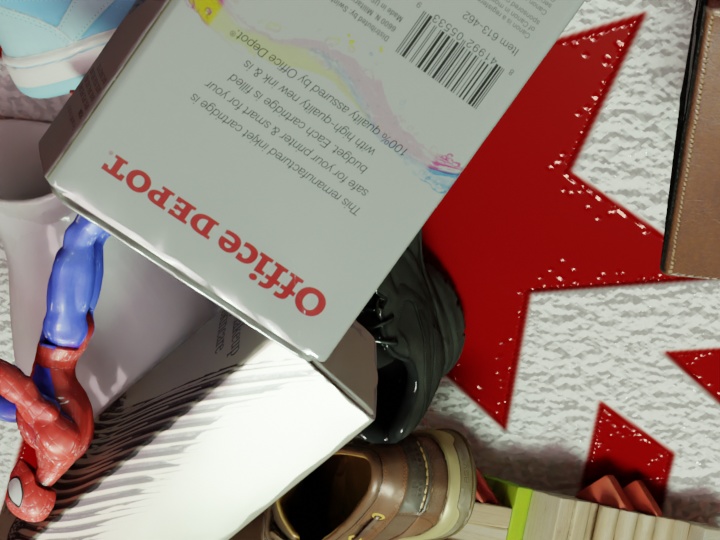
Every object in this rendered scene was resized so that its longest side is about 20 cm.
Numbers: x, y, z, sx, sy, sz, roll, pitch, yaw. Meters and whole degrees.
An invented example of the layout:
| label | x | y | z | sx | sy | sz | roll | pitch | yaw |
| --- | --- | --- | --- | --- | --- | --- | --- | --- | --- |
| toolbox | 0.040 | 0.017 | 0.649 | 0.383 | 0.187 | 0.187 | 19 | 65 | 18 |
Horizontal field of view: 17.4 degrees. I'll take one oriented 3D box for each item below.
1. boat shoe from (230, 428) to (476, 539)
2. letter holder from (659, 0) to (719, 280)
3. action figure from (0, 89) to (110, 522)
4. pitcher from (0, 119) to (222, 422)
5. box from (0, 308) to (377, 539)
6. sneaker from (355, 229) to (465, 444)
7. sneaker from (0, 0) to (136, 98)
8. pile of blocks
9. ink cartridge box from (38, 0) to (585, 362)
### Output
| label | x | y | z | sx | sy | sz | roll | pitch | yaw |
| --- | --- | --- | --- | --- | --- | --- | --- | --- | --- |
| boat shoe | -0.023 | 0.125 | 1.263 | 0.067 | 0.072 | 0.200 | 8 | 159 | -36 |
| letter holder | 0.209 | -0.081 | 0.990 | 0.142 | 0.101 | 0.200 | 7 | 150 | 6 |
| action figure | -0.160 | 0.014 | 1.094 | 0.099 | 0.065 | 0.201 | 8 | 91 | 4 |
| pitcher | -0.104 | 0.016 | 1.185 | 0.171 | 0.121 | 0.200 | -8 | 118 | 28 |
| box | -0.085 | 0.090 | 1.120 | 0.200 | 0.082 | 0.068 | -41 | 110 | 18 |
| sneaker | 0.000 | 0.000 | 1.161 | 0.076 | 0.091 | 0.200 | -10 | 125 | 23 |
| sneaker | -0.103 | -0.164 | 1.056 | 0.200 | 0.080 | 0.131 | -20 | 118 | 21 |
| pile of blocks | 0.115 | 0.137 | 1.282 | 0.199 | 0.082 | 0.062 | 13 | 90 | -8 |
| ink cartridge box | -0.023 | -0.086 | 0.995 | 0.146 | 0.083 | 0.200 | 34 | 96 | -17 |
